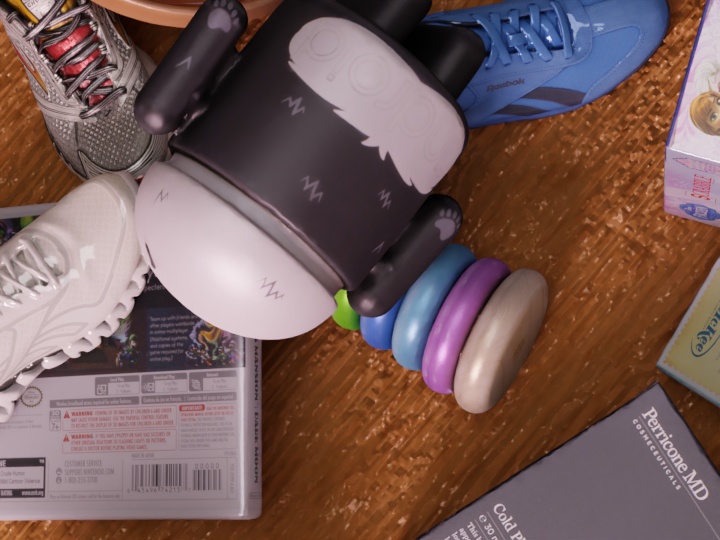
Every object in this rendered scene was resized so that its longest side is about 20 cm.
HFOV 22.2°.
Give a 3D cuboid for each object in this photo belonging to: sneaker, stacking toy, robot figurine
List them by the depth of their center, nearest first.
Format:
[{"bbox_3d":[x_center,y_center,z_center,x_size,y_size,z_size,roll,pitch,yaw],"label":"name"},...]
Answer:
[{"bbox_3d":[-0.026,-0.060,0.937,0.150,0.125,0.200,36,83,15],"label":"robot figurine"},{"bbox_3d":[-0.192,0.022,1.007,0.200,0.081,0.075,-45,64,15],"label":"sneaker"},{"bbox_3d":[0.000,0.000,1.021,0.200,0.085,0.085,26,88,15],"label":"stacking toy"},{"bbox_3d":[0.077,-0.119,1.022,0.200,0.078,0.066,-16,79,6],"label":"sneaker"},{"bbox_3d":[-0.172,-0.131,1.056,0.078,0.082,0.200,-31,75,5],"label":"sneaker"}]

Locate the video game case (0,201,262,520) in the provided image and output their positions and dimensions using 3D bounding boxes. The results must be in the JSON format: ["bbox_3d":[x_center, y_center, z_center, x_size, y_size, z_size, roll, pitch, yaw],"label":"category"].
[{"bbox_3d":[-0.144,0.049,1.036,0.200,0.023,0.182,-4,82,28],"label":"video game case"}]

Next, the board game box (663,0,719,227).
[{"bbox_3d":[0.200,-0.134,0.940,0.041,0.200,0.200,16,85,11],"label":"board game box"}]

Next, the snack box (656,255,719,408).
[{"bbox_3d":[0.257,-0.004,0.971,0.116,0.037,0.200,33,96,30],"label":"snack box"}]

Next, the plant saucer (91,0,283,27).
[{"bbox_3d":[-0.105,-0.224,1.051,0.200,0.032,0.201,6,63,-13],"label":"plant saucer"}]

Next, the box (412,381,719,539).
[{"bbox_3d":[0.135,0.191,0.959,0.182,0.104,0.200,-33,79,5],"label":"box"}]
